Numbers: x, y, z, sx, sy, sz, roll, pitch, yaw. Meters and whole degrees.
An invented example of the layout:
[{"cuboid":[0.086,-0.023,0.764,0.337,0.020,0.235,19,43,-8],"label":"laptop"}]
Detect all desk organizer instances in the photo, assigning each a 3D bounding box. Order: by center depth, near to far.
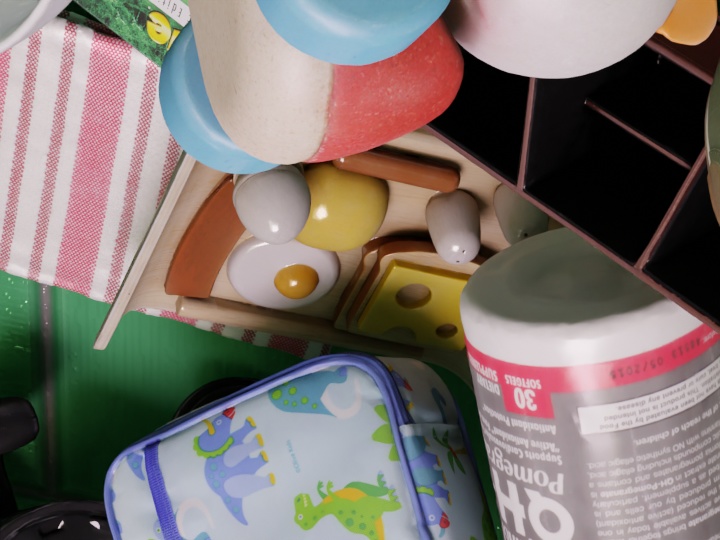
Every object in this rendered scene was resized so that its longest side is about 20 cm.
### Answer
[{"cuboid":[0.112,-0.053,0.890,0.200,0.077,0.072,37,139,35],"label":"desk organizer"}]

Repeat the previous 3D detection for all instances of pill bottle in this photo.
[{"cuboid":[0.111,0.089,0.973,0.110,0.111,0.201,-4,113,20],"label":"pill bottle"}]

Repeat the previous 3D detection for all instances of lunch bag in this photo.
[{"cuboid":[-0.018,0.147,1.002,0.160,0.082,0.201,-21,78,23],"label":"lunch bag"}]

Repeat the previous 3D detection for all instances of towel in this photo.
[{"cuboid":[-0.092,-0.044,1.059,0.199,0.030,0.147,17,130,1],"label":"towel"}]

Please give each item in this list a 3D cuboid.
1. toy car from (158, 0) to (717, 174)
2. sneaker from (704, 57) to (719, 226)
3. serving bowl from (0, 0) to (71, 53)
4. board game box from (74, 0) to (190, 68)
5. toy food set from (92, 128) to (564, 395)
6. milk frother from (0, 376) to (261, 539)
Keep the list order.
[{"cuboid":[0.038,-0.130,0.786,0.199,0.178,0.184,-6,171,-17],"label":"toy car"},{"cuboid":[0.161,-0.103,0.812,0.067,0.201,0.090,10,147,12],"label":"sneaker"},{"cuboid":[-0.157,-0.184,0.894,0.200,0.066,0.201,21,123,35],"label":"serving bowl"},{"cuboid":[-0.103,-0.155,0.929,0.200,0.023,0.105,39,128,17],"label":"board game box"},{"cuboid":[0.000,0.000,1.009,0.199,0.061,0.144,12,132,-20],"label":"toy food set"},{"cuboid":[-0.118,0.147,1.152,0.199,0.181,0.188,3,171,-20],"label":"milk frother"}]
